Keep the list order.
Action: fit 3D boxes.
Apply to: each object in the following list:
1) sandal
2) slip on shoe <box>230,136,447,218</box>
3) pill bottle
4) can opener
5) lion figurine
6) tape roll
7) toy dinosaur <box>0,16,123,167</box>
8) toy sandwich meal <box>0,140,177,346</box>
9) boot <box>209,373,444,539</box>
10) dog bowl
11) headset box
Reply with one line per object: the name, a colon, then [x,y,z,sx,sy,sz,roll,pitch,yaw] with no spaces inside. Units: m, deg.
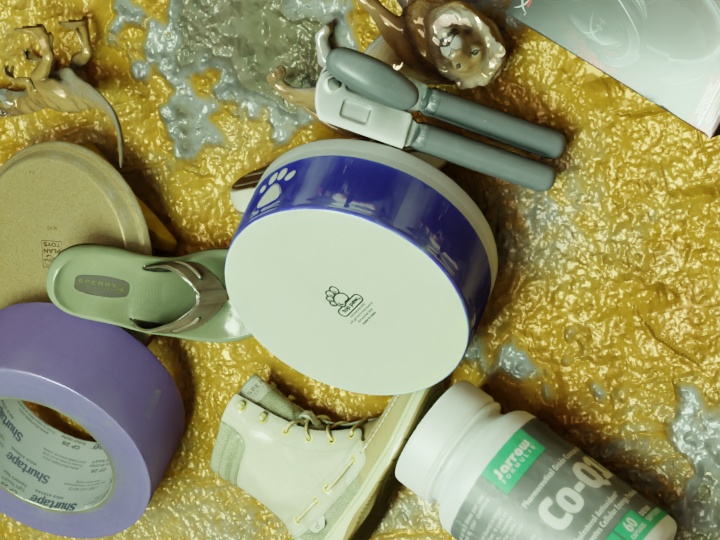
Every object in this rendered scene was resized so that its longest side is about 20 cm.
sandal: [-0.155,0.023,1.676,0.200,0.057,0.080,3,103,-13]
slip on shoe: [-0.011,-0.062,1.616,0.199,0.076,0.061,-13,109,30]
pill bottle: [0.132,0.179,1.571,0.200,0.113,0.113,36,116,16]
can opener: [0.059,-0.108,1.518,0.199,0.066,0.053,19,87,-16]
lion figurine: [0.021,-0.155,1.587,0.123,0.072,0.200,48,134,-1]
tape roll: [-0.254,0.128,1.738,0.199,0.085,0.201,11,134,12]
toy dinosaur: [-0.243,-0.155,1.728,0.199,0.060,0.107,12,114,48]
toy sandwich meal: [-0.238,-0.015,1.757,0.204,0.070,0.207,6,102,29]
boot: [-0.031,0.130,1.675,0.154,0.072,0.201,39,118,18]
dog bowl: [0.000,0.000,1.568,0.199,0.079,0.201,13,137,12]
headset box: [0.226,-0.199,1.451,0.200,0.077,0.149,35,116,19]
